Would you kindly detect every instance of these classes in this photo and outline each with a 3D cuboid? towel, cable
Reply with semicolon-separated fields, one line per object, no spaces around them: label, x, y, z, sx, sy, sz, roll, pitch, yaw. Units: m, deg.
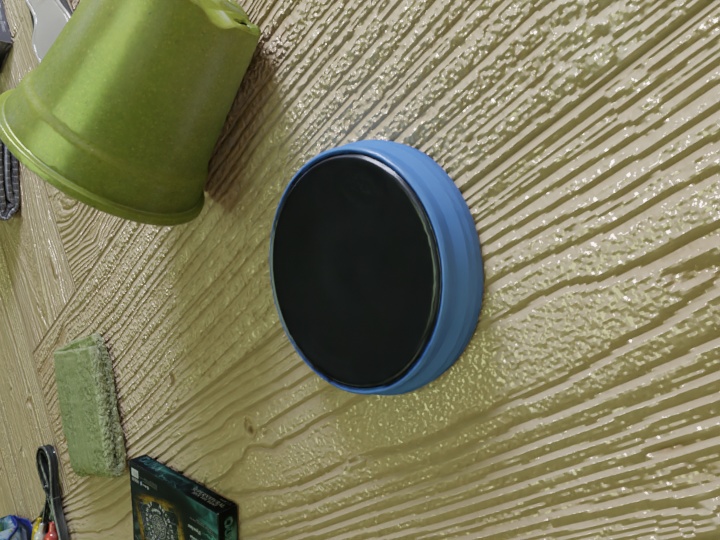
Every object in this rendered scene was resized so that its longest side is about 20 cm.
towel;-0.389;0.196;0.863;0.148;0.036;0.201;-16;84;43
cable;-0.524;0.399;1.004;0.097;0.050;0.201;6;100;42
towel;-0.656;-0.193;1.037;0.165;0.085;0.201;17;108;42

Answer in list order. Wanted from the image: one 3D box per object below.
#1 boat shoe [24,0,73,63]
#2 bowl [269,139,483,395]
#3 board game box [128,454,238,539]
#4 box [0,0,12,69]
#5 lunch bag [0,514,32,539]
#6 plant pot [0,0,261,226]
boat shoe;-0.412;-0.334;0.814;0.067;0.057;0.201;-25;80;5
bowl;0.000;0.000;0.468;0.200;0.039;0.202;7;100;43
board game box;-0.214;0.314;0.717;0.199;0.028;0.136;7;100;42
box;-0.668;-0.434;1.038;0.157;0.050;0.201;-30;75;41
lunch bag;-0.669;0.567;1.117;0.200;0.127;0.171;161;99;-72
plant pot;-0.190;-0.175;0.541;0.184;0.200;0.201;-52;61;22
